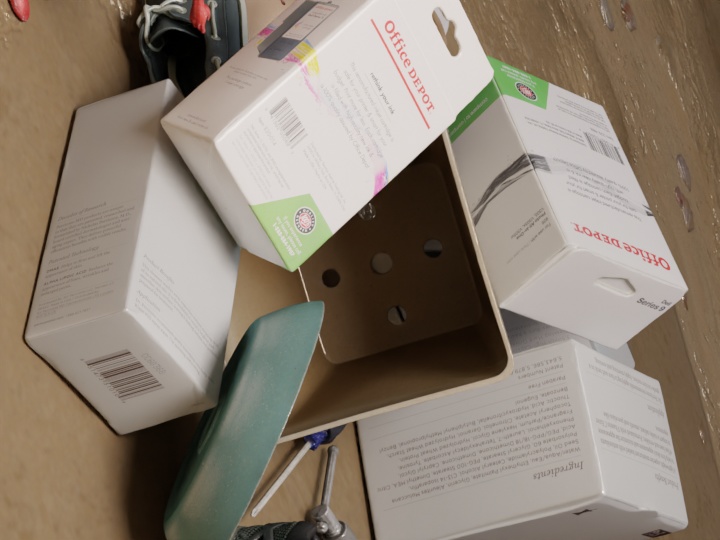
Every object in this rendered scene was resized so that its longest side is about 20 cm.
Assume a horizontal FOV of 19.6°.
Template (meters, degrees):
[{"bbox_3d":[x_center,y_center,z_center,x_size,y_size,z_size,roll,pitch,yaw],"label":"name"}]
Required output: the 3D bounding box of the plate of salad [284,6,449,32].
[{"bbox_3d":[-0.018,-0.241,1.717,0.200,0.048,0.200,21,39,-18],"label":"plate of salad"}]

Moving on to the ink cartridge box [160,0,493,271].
[{"bbox_3d":[-0.017,-0.111,1.353,0.200,0.067,0.117,-43,127,-18],"label":"ink cartridge box"}]

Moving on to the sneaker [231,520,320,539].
[{"bbox_3d":[-0.061,0.232,1.320,0.076,0.114,0.199,59,30,-26],"label":"sneaker"}]

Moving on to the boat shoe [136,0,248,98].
[{"bbox_3d":[-0.121,-0.167,1.458,0.062,0.073,0.200,33,32,-50],"label":"boat shoe"}]

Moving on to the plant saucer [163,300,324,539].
[{"bbox_3d":[-0.081,0.103,1.323,0.036,0.200,0.200,25,39,-7],"label":"plant saucer"}]

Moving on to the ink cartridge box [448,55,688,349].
[{"bbox_3d":[0.149,-0.052,1.610,0.146,0.084,0.200,19,39,-40],"label":"ink cartridge box"}]

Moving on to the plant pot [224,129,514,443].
[{"bbox_3d":[0.000,0.000,1.520,0.177,0.200,0.200,-16,90,-80],"label":"plant pot"}]

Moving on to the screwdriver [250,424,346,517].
[{"bbox_3d":[-0.040,0.133,1.517,0.028,0.029,0.200,68,20,-12],"label":"screwdriver"}]

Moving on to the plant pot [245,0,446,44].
[{"bbox_3d":[-0.040,-0.150,1.568,0.201,0.201,0.093,-78,180,-47],"label":"plant pot"}]

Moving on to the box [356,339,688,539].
[{"bbox_3d":[0.131,0.157,1.670,0.199,0.200,0.131,25,51,-59],"label":"box"}]

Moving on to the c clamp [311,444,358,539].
[{"bbox_3d":[0.010,0.257,1.555,0.200,0.027,0.171,61,28,-28],"label":"c clamp"}]

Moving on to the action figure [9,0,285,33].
[{"bbox_3d":[-0.120,-0.186,1.343,0.099,0.200,0.065,63,27,-22],"label":"action figure"}]

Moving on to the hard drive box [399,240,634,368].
[{"bbox_3d":[0.125,0.032,1.787,0.200,0.156,0.077,65,26,-18],"label":"hard drive box"}]

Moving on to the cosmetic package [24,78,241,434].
[{"bbox_3d":[-0.139,-0.012,1.345,0.113,0.081,0.200,52,31,-40],"label":"cosmetic package"}]
